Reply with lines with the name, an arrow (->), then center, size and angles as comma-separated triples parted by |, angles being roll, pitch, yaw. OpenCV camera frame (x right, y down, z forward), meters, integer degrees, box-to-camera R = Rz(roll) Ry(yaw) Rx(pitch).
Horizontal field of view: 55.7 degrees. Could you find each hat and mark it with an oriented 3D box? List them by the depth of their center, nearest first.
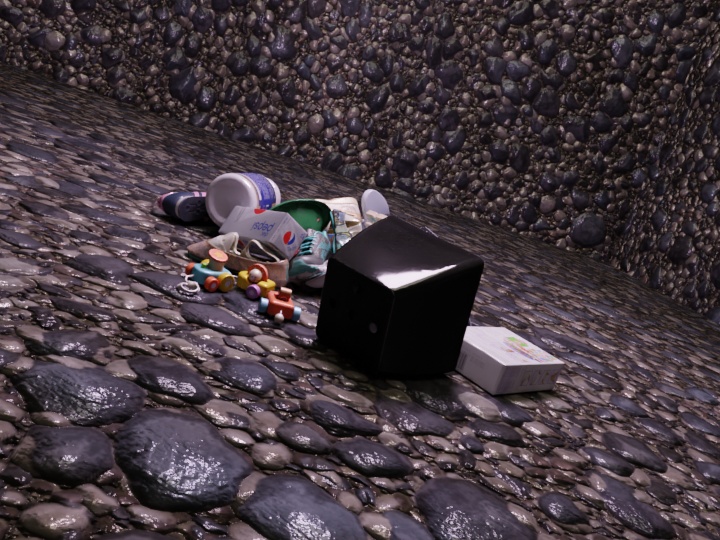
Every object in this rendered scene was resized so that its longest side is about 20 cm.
hat -> -0.127, -0.032, 1.422 | 0.197, 0.166, 0.178 | -4, 58, -31

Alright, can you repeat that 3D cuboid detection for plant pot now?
plant pot -> 0.044, 0.050, 1.053 | 0.198, 0.203, 0.176 | 28, 26, 34

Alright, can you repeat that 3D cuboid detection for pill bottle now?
pill bottle -> -0.249, -0.155, 1.493 | 0.114, 0.118, 0.200 | 21, 13, 8

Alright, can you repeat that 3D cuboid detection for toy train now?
toy train -> -0.189, 0.019, 1.106 | 0.197, 0.056, 0.150 | 17, 13, -13

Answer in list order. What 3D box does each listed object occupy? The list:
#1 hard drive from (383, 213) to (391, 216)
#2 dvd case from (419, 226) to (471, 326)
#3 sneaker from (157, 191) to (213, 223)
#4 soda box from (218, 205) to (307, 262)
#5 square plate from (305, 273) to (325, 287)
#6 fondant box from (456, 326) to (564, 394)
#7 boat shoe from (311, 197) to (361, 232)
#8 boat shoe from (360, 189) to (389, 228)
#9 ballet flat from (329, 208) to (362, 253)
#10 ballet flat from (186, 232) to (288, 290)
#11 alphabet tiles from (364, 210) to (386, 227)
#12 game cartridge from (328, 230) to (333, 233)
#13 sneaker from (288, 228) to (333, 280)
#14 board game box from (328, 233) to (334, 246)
hard drive -> 0.115, -0.041, 1.589 | 0.134, 0.042, 0.201 | 33, -20, 45
dvd case -> 0.166, 0.028, 1.333 | 0.024, 0.203, 0.150 | -19, 22, -8
sneaker -> -0.360, -0.145, 1.497 | 0.081, 0.071, 0.199 | 17, 6, 22
soda box -> -0.190, -0.073, 1.305 | 0.198, 0.069, 0.063 | 13, -25, 51
square plate -> 0.011, -0.011, 1.329 | 0.197, 0.029, 0.198 | -23, -3, 15
fondant box -> 0.243, 0.154, 1.194 | 0.198, 0.059, 0.144 | 5, 19, -45
boat shoe -> -0.086, -0.117, 1.556 | 0.197, 0.074, 0.070 | -13, 63, -24
boat shoe -> 0.033, -0.112, 1.658 | 0.085, 0.075, 0.203 | 18, -35, 46
ballet flat -> -0.025, -0.072, 1.388 | 0.073, 0.075, 0.201 | 16, 28, -15
ballet flat -> -0.217, -0.030, 1.235 | 0.197, 0.068, 0.068 | 20, 14, 4
alphabet tiles -> 0.085, -0.050, 1.535 | 0.201, 0.015, 0.195 | 55, -13, -27
game cartridge -> -0.170, -0.124, 1.655 | 0.196, 0.033, 0.176 | -5, 21, -19
sneaker -> -0.098, -0.034, 1.316 | 0.076, 0.093, 0.200 | -15, 1, 13
board game box -> -0.010, -0.048, 1.580 | 0.149, 0.037, 0.200 | 16, -3, -18
